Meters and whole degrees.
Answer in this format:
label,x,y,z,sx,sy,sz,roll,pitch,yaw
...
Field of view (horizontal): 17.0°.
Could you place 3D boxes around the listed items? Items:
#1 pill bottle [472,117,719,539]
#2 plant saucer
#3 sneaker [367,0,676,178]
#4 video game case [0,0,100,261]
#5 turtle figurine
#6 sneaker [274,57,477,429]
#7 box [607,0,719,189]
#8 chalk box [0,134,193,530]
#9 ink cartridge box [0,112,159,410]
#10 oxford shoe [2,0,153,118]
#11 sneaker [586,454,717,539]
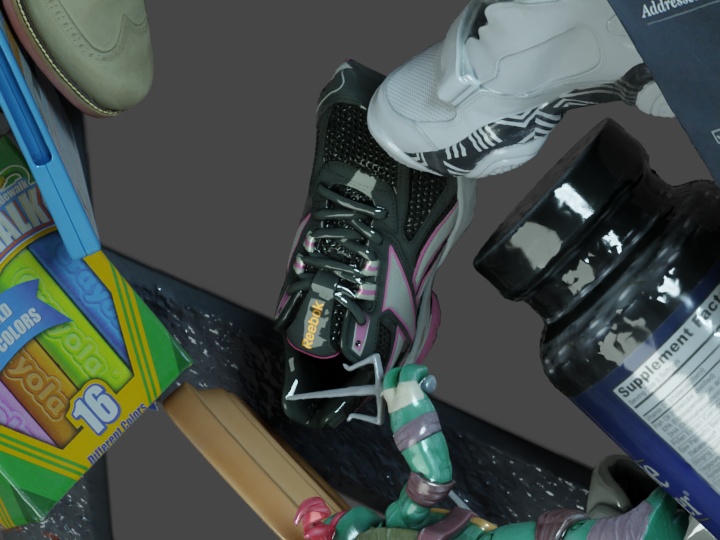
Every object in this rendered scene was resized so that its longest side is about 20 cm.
label,x,y,z,sx,sy,sz,roll,pitch,yaw
pill bottle,0.147,0.035,1.005,0.200,0.112,0.112,43,142,-2
plant saucer,-0.021,0.128,1.228,0.200,0.032,0.200,44,178,2
sneaker,0.061,-0.107,0.956,0.199,0.075,0.115,-12,134,41
video game case,-0.173,-0.118,1.132,0.143,0.018,0.201,-113,2,-61
turtle figurine,0.051,0.125,1.093,0.199,0.101,0.150,13,149,31
sneaker,0.000,0.000,1.116,0.080,0.086,0.201,20,136,22
box,0.224,-0.074,0.829,0.199,0.124,0.197,-14,118,47
chalk box,-0.209,0.019,1.209,0.200,0.124,0.125,50,149,-12
ink cartridge box,-0.188,0.005,1.318,0.099,0.039,0.201,4,129,37
oxford shoe,-0.122,-0.153,1.090,0.074,0.071,0.201,6,132,27
sneaker,0.130,0.135,1.157,0.200,0.078,0.100,-27,99,42
